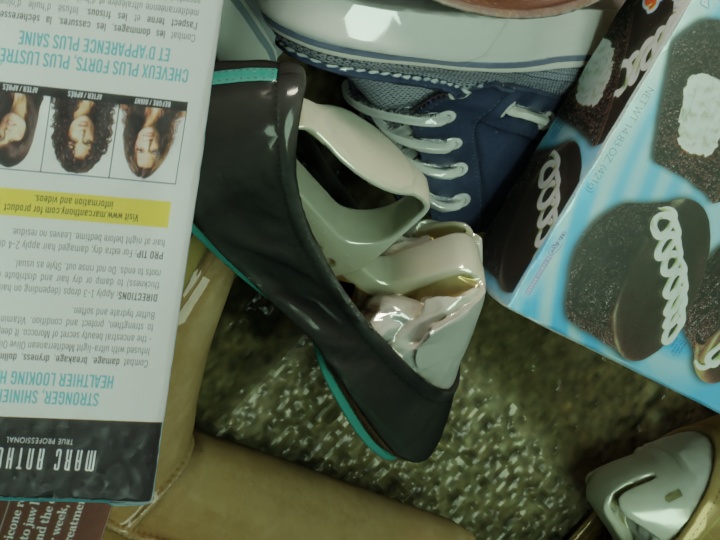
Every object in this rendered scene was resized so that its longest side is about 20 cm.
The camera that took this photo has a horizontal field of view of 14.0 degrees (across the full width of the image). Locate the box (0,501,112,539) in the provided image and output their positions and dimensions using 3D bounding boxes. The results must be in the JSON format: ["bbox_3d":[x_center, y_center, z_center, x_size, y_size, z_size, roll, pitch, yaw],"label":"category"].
[{"bbox_3d":[-0.168,0.034,0.881,0.199,0.075,0.101,12,102,-35],"label":"box"}]

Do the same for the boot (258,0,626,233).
[{"bbox_3d":[0.026,-0.055,0.986,0.200,0.073,0.091,-3,117,-54],"label":"boot"}]

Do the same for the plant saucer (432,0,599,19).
[{"bbox_3d":[0.021,-0.171,0.938,0.200,0.037,0.201,12,68,-34],"label":"plant saucer"}]

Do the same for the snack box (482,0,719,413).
[{"bbox_3d":[0.135,-0.057,1.008,0.116,0.037,0.201,25,99,-33],"label":"snack box"}]

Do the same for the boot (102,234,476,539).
[{"bbox_3d":[-0.036,0.070,1.042,0.200,0.066,0.175,26,108,-35],"label":"boot"}]

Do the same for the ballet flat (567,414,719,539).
[{"bbox_3d":[0.096,0.115,1.134,0.200,0.069,0.063,-48,118,-4],"label":"ballet flat"}]

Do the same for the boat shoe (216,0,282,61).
[{"bbox_3d":[-0.070,-0.146,0.930,0.072,0.070,0.201,-47,131,-17],"label":"boat shoe"}]

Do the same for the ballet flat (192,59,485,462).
[{"bbox_3d":[0.000,0.000,0.959,0.068,0.068,0.200,-20,141,18],"label":"ballet flat"}]

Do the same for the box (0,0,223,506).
[{"bbox_3d":[-0.091,-0.036,0.835,0.082,0.049,0.201,5,98,-33],"label":"box"}]
